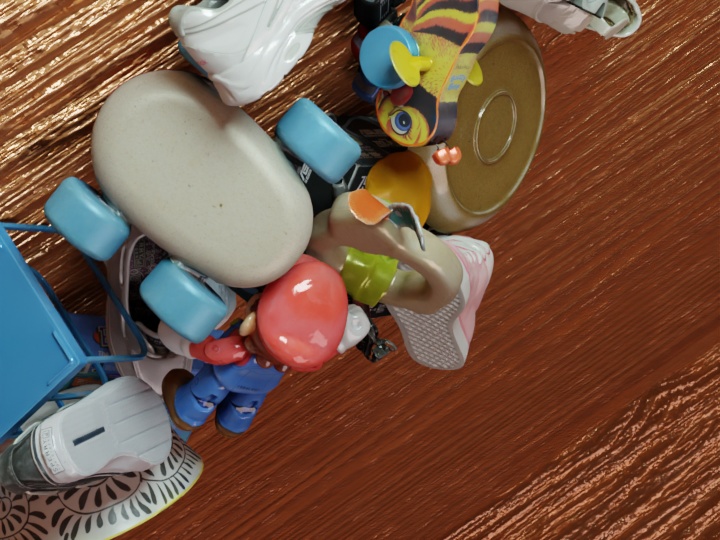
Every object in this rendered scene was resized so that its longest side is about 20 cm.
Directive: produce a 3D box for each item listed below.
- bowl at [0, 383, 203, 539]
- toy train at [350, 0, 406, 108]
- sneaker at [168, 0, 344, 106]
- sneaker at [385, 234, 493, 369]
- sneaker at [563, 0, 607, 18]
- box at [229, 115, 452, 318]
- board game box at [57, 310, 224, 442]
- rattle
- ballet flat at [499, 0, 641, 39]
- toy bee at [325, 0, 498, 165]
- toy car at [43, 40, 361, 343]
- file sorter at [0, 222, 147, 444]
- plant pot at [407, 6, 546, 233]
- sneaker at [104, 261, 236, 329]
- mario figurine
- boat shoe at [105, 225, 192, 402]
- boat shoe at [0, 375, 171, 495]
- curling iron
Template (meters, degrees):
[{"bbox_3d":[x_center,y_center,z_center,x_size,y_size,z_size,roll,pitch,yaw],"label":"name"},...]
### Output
[{"bbox_3d":[-0.239,0.156,1.464,0.199,0.095,0.201,-20,-167,5],"label":"bowl"},{"bbox_3d":[0.014,-0.181,1.377,0.046,0.034,0.200,-49,164,-16],"label":"toy train"},{"bbox_3d":[-0.048,-0.210,1.157,0.201,0.099,0.078,-52,-152,-9],"label":"sneaker"},{"bbox_3d":[0.069,-0.002,1.501,0.201,0.074,0.106,76,28,-61],"label":"sneaker"},{"bbox_3d":[0.143,-0.265,1.372,0.199,0.074,0.089,8,112,-53],"label":"sneaker"},{"bbox_3d":[-0.004,-0.044,1.533,0.199,0.086,0.165,-8,128,-53],"label":"box"},{"bbox_3d":[-0.216,0.107,1.556,0.150,0.045,0.200,8,148,-17],"label":"board game box"},{"bbox_3d":[0.032,-0.057,1.306,0.143,0.129,0.201,-53,159,-18],"label":"rattle"},{"bbox_3d":[0.190,-0.233,1.515,0.069,0.070,0.199,-45,159,28],"label":"ballet flat"},{"bbox_3d":[0.053,-0.139,1.335,0.130,0.109,0.201,-28,157,-41],"label":"toy bee"},{"bbox_3d":[-0.117,-0.074,1.310,0.185,0.176,0.200,-50,-172,3],"label":"toy car"},{"bbox_3d":[-0.283,0.074,1.347,0.200,0.139,0.122,-41,164,19],"label":"file sorter"},{"bbox_3d":[0.109,-0.127,1.522,0.199,0.027,0.202,-29,129,-44],"label":"plant pot"},{"bbox_3d":[-0.139,-0.001,1.501,0.082,0.074,0.200,-33,162,12],"label":"sneaker"},{"bbox_3d":[-0.075,0.046,1.351,0.123,0.106,0.200,-28,168,-46],"label":"mario figurine"},{"bbox_3d":[-0.164,0.034,1.401,0.071,0.069,0.202,-6,125,-16],"label":"boat shoe"},{"bbox_3d":[-0.206,0.123,1.302,0.070,0.073,0.200,-18,174,18],"label":"boat shoe"},{"bbox_3d":[0.000,0.000,1.450,0.025,0.050,0.202,-29,134,-20],"label":"curling iron"}]
